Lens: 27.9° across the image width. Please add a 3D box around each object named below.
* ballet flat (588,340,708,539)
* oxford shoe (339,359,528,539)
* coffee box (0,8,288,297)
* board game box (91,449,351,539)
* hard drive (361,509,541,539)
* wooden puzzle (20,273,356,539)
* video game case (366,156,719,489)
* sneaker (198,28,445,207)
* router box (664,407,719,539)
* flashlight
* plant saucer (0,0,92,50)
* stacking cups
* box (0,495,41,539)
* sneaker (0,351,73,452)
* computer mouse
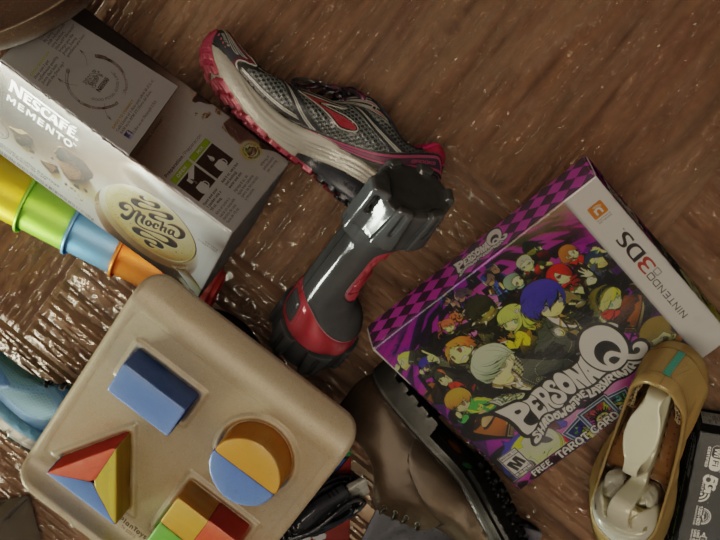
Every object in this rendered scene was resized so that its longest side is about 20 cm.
[{"bbox_3d":[0.197,0.143,1.049,0.068,0.063,0.202,21,121,23],"label":"ballet flat"},{"bbox_3d":[0.056,0.164,1.067,0.084,0.073,0.201,-39,81,13],"label":"oxford shoe"},{"bbox_3d":[-0.164,-0.087,1.038,0.199,0.080,0.113,37,148,-1],"label":"coffee box"},{"bbox_3d":[-0.105,0.187,1.108,0.198,0.019,0.104,-2,100,-14],"label":"board game box"},{"bbox_3d":[0.051,0.264,1.132,0.134,0.042,0.201,20,104,4],"label":"hard drive"},{"bbox_3d":[-0.128,0.132,1.021,0.185,0.046,0.201,37,111,1],"label":"wooden puzzle"},{"bbox_3d":[0.136,0.044,1.039,0.200,0.036,0.181,-38,118,14],"label":"video game case"},{"bbox_3d":[-0.031,-0.108,1.044,0.199,0.081,0.075,36,89,-15],"label":"sneaker"},{"bbox_3d":[0.302,0.213,1.072,0.148,0.062,0.202,9,104,5],"label":"router box"},{"bbox_3d":[0.000,0.000,1.021,0.068,0.068,0.200,41,136,1],"label":"flashlight"},{"bbox_3d":[-0.242,-0.213,1.011,0.199,0.202,0.037,-11,137,11],"label":"plant saucer"},{"bbox_3d":[-0.197,-0.027,1.101,0.199,0.061,0.061,28,105,-4],"label":"stacking cups"},{"bbox_3d":[-0.359,0.266,1.150,0.198,0.128,0.110,-11,101,11],"label":"box"},{"bbox_3d":[-0.205,0.108,1.128,0.199,0.078,0.090,29,96,-8],"label":"sneaker"},{"bbox_3d":[-0.085,0.122,1.069,0.138,0.053,0.201,-26,97,-12],"label":"computer mouse"}]
